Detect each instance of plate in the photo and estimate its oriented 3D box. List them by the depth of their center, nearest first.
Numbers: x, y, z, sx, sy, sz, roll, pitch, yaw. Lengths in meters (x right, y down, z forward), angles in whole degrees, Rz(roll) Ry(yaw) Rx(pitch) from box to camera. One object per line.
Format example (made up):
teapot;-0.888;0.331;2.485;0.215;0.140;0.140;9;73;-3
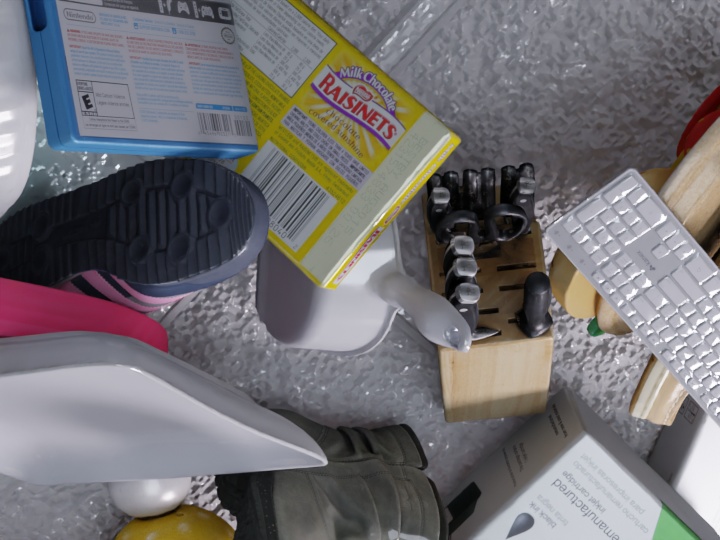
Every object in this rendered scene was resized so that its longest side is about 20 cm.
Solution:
plate;-0.146;0.070;0.966;0.199;0.032;0.200;-6;159;28

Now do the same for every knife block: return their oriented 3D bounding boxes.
knife block;0.072;0.030;1.032;0.064;0.176;0.200;-5;115;2

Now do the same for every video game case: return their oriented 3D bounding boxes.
video game case;-0.112;-0.153;0.888;0.143;0.018;0.200;-2;80;-58

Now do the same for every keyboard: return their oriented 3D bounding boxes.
keyboard;0.176;0.025;0.998;0.056;0.011;0.200;-33;121;20

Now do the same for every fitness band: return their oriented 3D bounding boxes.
fitness band;-0.200;0.037;0.977;0.200;0.144;0.037;11;72;-22

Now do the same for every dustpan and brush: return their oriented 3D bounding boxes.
dustpan and brush;0.000;0.000;0.986;0.057;0.200;0.140;-2;112;-18

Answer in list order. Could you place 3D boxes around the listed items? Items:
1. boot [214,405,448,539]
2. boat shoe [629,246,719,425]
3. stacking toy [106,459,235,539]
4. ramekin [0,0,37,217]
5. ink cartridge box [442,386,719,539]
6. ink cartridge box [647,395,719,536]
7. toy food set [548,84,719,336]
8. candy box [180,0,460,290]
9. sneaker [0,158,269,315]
boot;-0.008;0.147;1.052;0.130;0.200;0.068;9;126;-16
boat shoe;0.223;0.014;1.036;0.069;0.074;0.200;34;109;6
stacking toy;-0.102;0.188;1.093;0.146;0.146;0.200;-15;101;-11
ramekin;-0.222;-0.101;0.883;0.094;0.202;0.203;-10;116;-28
ink cartridge box;0.107;0.196;1.148;0.147;0.083;0.200;43;100;-13
ink cartridge box;0.273;0.134;1.220;0.173;0.044;0.200;14;108;-23
toy food set;0.191;-0.042;1.060;0.200;0.049;0.198;-52;160;4
candy box;-0.055;-0.092;0.957;0.200;0.026;0.102;43;95;17
sneaker;-0.106;-0.011;0.975;0.082;0.200;0.070;20;69;-45
